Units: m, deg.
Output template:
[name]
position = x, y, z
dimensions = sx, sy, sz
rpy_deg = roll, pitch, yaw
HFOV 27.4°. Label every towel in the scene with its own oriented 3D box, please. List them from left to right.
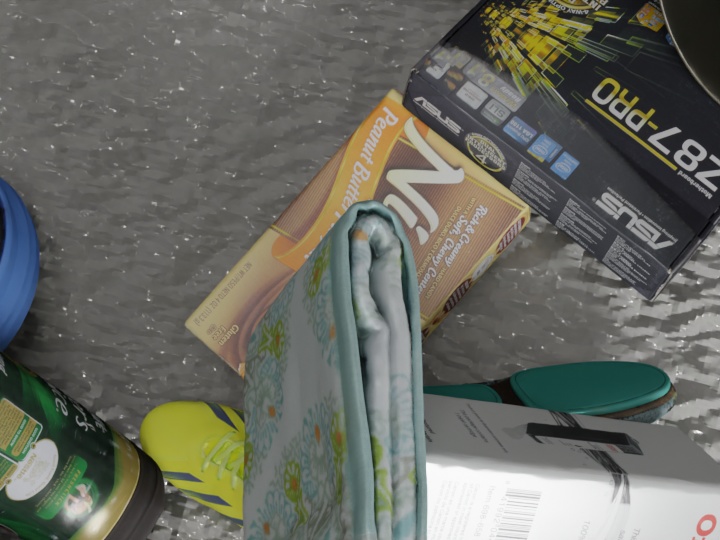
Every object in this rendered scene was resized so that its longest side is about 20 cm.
[towel]
position = -0.021, 0.086, 0.786
dimensions = 0.048, 0.171, 0.201
rpy_deg = 10, 63, -22

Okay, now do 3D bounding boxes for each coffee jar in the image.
[coffee jar]
position = -0.206, 0.100, 0.859
dimensions = 0.104, 0.200, 0.085
rpy_deg = 23, 74, 46

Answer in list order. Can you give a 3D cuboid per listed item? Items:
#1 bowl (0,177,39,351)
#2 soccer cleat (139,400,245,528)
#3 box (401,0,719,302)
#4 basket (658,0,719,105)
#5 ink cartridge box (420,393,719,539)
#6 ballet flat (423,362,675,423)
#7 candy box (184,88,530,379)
[bowl]
position = -0.304, 0.002, 0.933
dimensions = 0.200, 0.039, 0.201
rpy_deg = -5, 56, 8
[soccer cleat]
position = -0.050, 0.137, 0.897
dimensions = 0.200, 0.084, 0.065
rpy_deg = 33, 85, 11
[box]
position = 0.151, -0.102, 0.913
dimensions = 0.200, 0.049, 0.161
rpy_deg = 40, 67, 11
[basket]
position = 0.282, -0.209, 0.872
dimensions = 0.136, 0.181, 0.200
rpy_deg = 16, 52, 37
[ink cartridge box]
position = 0.091, 0.156, 0.814
dimensions = 0.199, 0.084, 0.145
rpy_deg = 9, 109, -21
[ballet flat]
position = 0.091, 0.098, 0.891
dimensions = 0.199, 0.074, 0.075
rpy_deg = -4, 79, -8
[candy box]
position = 0.000, 0.000, 0.930
dimensions = 0.115, 0.055, 0.200
rpy_deg = 41, 86, 11
